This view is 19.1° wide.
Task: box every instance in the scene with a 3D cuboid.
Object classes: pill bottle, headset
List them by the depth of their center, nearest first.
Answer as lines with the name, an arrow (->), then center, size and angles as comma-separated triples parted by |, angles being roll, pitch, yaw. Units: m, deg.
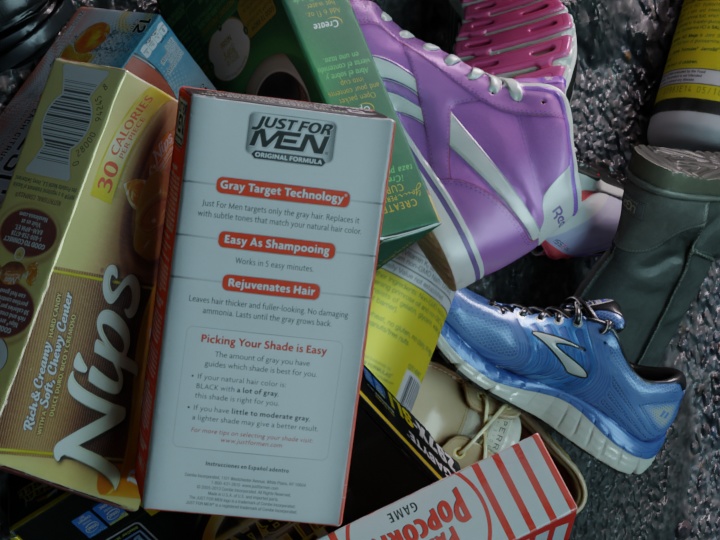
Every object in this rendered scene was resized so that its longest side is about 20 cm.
headset -> -0.177, -0.159, 1.070 | 0.200, 0.094, 0.124 | -17, 107, -29
pill bottle -> 0.000, 0.000, 1.243 | 0.114, 0.114, 0.200 | 33, 72, -41
pill bottle -> 0.277, -0.167, 1.483 | 0.112, 0.112, 0.200 | 24, 78, -42

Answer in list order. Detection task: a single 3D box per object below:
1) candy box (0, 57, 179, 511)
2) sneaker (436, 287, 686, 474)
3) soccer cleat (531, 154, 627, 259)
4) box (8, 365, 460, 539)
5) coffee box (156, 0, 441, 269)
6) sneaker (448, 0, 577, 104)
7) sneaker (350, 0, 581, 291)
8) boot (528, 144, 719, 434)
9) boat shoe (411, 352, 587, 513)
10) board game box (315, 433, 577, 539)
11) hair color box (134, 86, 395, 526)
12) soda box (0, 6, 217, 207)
candy box -> -0.131, 0.009, 1.065 | 0.115, 0.055, 0.200 | 28, 79, -50
sneaker -> 0.117, 0.043, 1.340 | 0.200, 0.079, 0.089 | 30, 101, -15
soccer cleat -> 0.145, -0.035, 1.420 | 0.073, 0.068, 0.200 | -53, 142, 12
box -> -0.066, 0.123, 1.160 | 0.200, 0.049, 0.160 | -32, 124, 13
coffee box -> -0.036, -0.088, 1.140 | 0.044, 0.123, 0.200 | -15, 77, -33
sneaker -> 0.092, -0.123, 1.291 | 0.074, 0.200, 0.088 | -14, 124, 1
sneaker -> 0.048, -0.099, 1.178 | 0.114, 0.073, 0.201 | -31, 84, -7
boot -> 0.206, 0.021, 1.412 | 0.182, 0.073, 0.200 | 8, 111, -27
boat shoe -> 0.075, 0.103, 1.356 | 0.200, 0.069, 0.074 | 34, 72, -40
board game box -> 0.031, 0.160, 1.121 | 0.151, 0.200, 0.046 | -25, 72, -6
hair color box -> -0.048, 0.017, 1.038 | 0.101, 0.061, 0.200 | 7, 98, -11
soda box -> -0.161, -0.044, 1.114 | 0.200, 0.068, 0.064 | -58, 135, -22
